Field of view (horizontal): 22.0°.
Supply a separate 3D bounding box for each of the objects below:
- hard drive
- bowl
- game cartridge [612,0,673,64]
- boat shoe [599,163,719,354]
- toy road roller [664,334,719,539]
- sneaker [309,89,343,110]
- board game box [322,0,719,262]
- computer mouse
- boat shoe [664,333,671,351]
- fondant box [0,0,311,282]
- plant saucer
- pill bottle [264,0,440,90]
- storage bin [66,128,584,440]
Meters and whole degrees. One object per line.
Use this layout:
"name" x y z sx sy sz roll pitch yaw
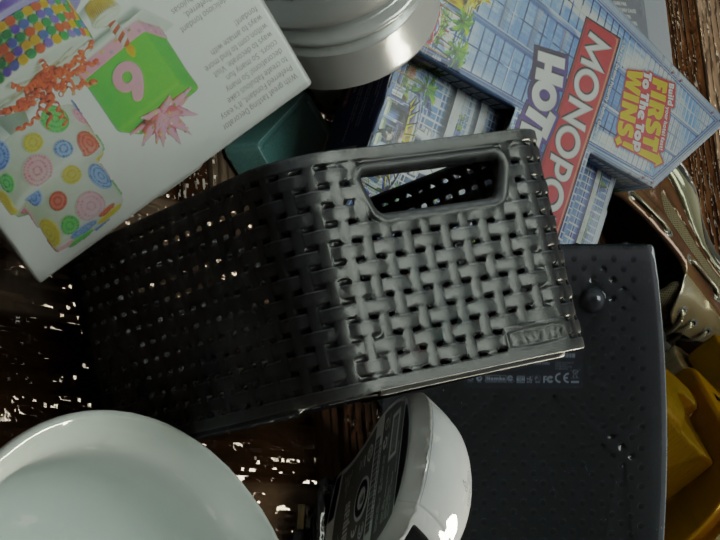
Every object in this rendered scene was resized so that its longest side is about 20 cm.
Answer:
"hard drive" 0.077 0.086 0.886 0.042 0.135 0.200 -60 149 -84
"bowl" -0.116 0.159 0.708 0.201 0.090 0.201 23 60 -47
"game cartridge" 0.133 -0.168 1.172 0.200 0.040 0.133 -4 91 -52
"boat shoe" 0.197 0.017 1.174 0.072 0.076 0.200 -36 97 -47
"toy road roller" 0.156 0.100 0.992 0.146 0.123 0.200 44 14 -26
"sneaker" 0.013 -0.158 1.015 0.079 0.075 0.200 42 44 -4
"board game box" 0.088 -0.069 0.951 0.200 0.062 0.200 25 74 -29
"computer mouse" 0.010 0.118 0.807 0.044 0.200 0.110 16 61 -12
"boat shoe" 0.115 0.019 1.069 0.201 0.072 0.061 32 47 -47
"fondant box" -0.132 -0.118 0.747 0.144 0.058 0.200 -37 115 -13
"plant saucer" 0.000 0.000 0.970 0.200 0.019 0.070 60 40 -20
"pill bottle" -0.027 -0.178 0.805 0.200 0.113 0.113 71 27 -52
"storage bin" -0.020 0.013 0.774 0.135 0.200 0.094 -9 85 -35
